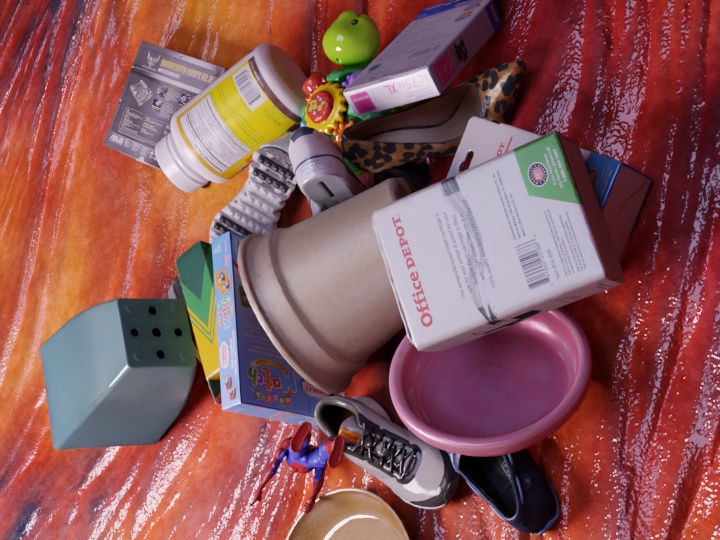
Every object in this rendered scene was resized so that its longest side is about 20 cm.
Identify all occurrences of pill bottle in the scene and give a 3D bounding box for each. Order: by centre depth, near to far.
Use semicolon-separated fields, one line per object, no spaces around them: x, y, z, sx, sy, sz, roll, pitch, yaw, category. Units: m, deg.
-0.159;-0.184;1.657;0.200;0.109;0.110;-35;56;20;pill bottle

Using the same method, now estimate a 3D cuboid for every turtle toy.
-0.013;-0.199;1.549;0.145;0.101;0.201;4;80;43;turtle toy

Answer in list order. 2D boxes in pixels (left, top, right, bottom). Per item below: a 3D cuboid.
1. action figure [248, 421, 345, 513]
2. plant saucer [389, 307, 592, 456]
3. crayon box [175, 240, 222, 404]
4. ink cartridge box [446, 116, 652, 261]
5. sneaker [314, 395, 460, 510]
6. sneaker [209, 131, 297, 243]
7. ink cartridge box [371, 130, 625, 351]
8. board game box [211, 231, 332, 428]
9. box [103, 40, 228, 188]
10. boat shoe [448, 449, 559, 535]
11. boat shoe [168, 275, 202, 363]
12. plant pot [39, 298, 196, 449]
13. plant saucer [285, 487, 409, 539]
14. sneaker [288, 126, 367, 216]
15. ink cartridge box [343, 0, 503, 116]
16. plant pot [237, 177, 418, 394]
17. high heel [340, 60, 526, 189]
-0.069;0.222;1.439;0.200;0.065;0.099;124;170;-77;action figure
0.129;0.107;1.308;0.199;0.051;0.201;-10;43;10;plant saucer
-0.136;0.070;1.563;0.051;0.127;0.201;-37;56;28;crayon box
0.182;-0.075;1.357;0.200;0.068;0.117;26;96;43;ink cartridge box
0.024;0.192;1.413;0.200;0.079;0.074;28;95;42;sneaker
-0.121;-0.089;1.643;0.200;0.075;0.081;-53;5;34;sneaker
0.129;-0.023;1.263;0.199;0.083;0.147;-22;77;21;ink cartridge box
-0.098;0.070;1.511;0.036;0.151;0.201;-24;62;36;board game box
-0.254;-0.214;1.808;0.200;0.048;0.159;23;93;43;box
0.126;0.175;1.332;0.200;0.068;0.084;44;107;41;boat shoe
-0.177;0.062;1.640;0.060;0.072;0.202;-56;44;21;boat shoe
-0.287;0.115;1.628;0.200;0.141;0.142;-43;54;49;plant pot
-0.008;0.336;1.428;0.200;0.035;0.201;-15;67;38;plant saucer
-0.031;-0.103;1.482;0.073;0.200;0.071;-15;71;3;sneaker
0.078;-0.244;1.471;0.119;0.042;0.200;-9;32;40;ink cartridge box
0.000;0.000;1.433;0.183;0.200;0.201;-33;57;18;plant pot
0.077;-0.170;1.429;0.200;0.142;0.072;-43;53;24;high heel
